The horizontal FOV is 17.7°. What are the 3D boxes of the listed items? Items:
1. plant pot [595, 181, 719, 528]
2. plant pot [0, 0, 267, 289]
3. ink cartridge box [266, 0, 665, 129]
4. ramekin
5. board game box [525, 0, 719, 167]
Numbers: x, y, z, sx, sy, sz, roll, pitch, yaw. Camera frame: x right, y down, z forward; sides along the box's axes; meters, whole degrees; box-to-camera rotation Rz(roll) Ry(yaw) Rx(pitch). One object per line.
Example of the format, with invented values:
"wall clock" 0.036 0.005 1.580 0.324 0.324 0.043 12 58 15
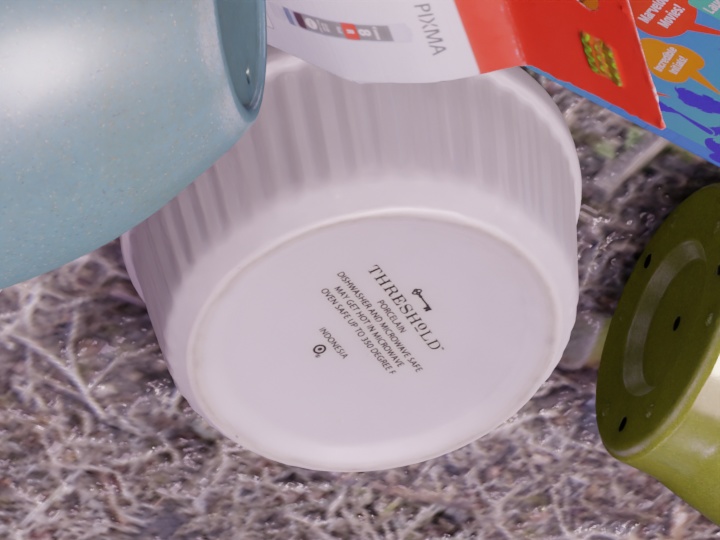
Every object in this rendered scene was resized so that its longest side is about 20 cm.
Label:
"plant pot" 0.216 0.053 1.019 0.193 0.201 0.201 22 128 -14
"plant pot" -0.105 -0.089 0.775 0.134 0.200 0.200 -4 136 8
"ink cartridge box" 0.002 -0.122 0.791 0.050 0.200 0.162 -43 138 -17
"ramekin" 0.000 0.000 0.975 0.202 0.094 0.203 -5 135 -5
"board game box" 0.119 -0.098 0.836 0.200 0.045 0.152 27 163 -5
